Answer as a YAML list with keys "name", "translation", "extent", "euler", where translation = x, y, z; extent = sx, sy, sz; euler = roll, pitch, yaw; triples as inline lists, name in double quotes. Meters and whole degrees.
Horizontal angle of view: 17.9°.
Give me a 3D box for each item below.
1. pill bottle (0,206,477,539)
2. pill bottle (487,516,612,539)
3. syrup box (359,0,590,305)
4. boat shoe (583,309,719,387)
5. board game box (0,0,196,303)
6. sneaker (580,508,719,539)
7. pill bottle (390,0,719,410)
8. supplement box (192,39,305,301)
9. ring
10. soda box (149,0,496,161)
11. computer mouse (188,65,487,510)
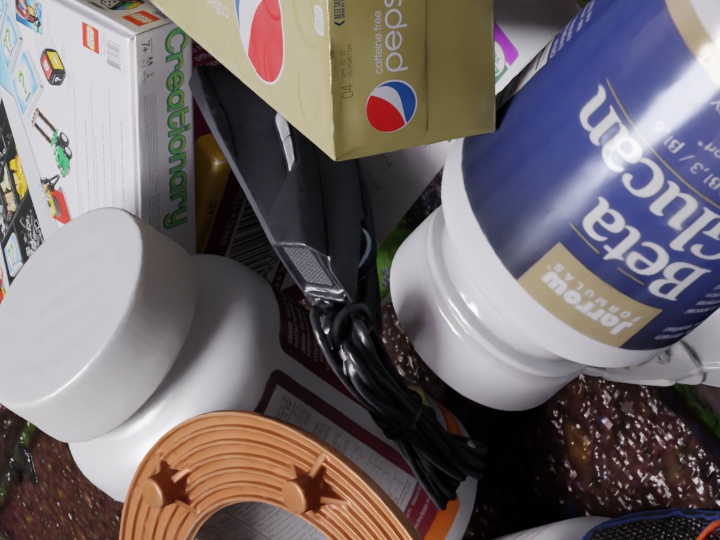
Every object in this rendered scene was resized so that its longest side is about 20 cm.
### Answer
- name: "pill bottle"
  translation: [-0.052, 0.061, 0.952]
  extent: [0.109, 0.200, 0.110]
  euler: [-30, 41, 30]
- name: "pill bottle"
  translation: [0.047, 0.180, 1.016]
  extent: [0.200, 0.114, 0.114]
  euler: [-22, 89, 50]
- name: "syrup box"
  translation: [0.048, -0.076, 0.932]
  extent: [0.079, 0.081, 0.200]
  euler: [54, 139, 15]
- name: "boat shoe"
  translation: [0.113, 0.018, 0.912]
  extent: [0.200, 0.065, 0.074]
  euler: [-2, 104, 48]
- name: "board game box"
  translation: [-0.124, -0.038, 1.007]
  extent: [0.126, 0.035, 0.200]
  euler: [30, 132, 38]
- name: "sneaker"
  translation: [0.173, 0.104, 0.820]
  extent: [0.199, 0.075, 0.079]
  euler: [-1, 138, 11]
- name: "pill bottle"
  translation: [0.099, -0.035, 0.809]
  extent: [0.200, 0.111, 0.111]
  euler: [-45, 72, 39]
- name: "supplement box"
  translation: [-0.105, -0.078, 1.081]
  extent: [0.200, 0.103, 0.131]
  euler: [46, 137, 24]
- name: "ring"
  translation: [-0.027, 0.149, 0.848]
  extent: [0.200, 0.019, 0.201]
  euler: [22, 122, 40]
- name: "soda box"
  translation: [-0.021, -0.108, 0.848]
  extent: [0.200, 0.064, 0.068]
  euler: [-137, 40, -56]
- name: "computer mouse"
  translation: [0.000, 0.000, 0.912]
  extent: [0.141, 0.046, 0.200]
  euler: [56, -176, -44]
